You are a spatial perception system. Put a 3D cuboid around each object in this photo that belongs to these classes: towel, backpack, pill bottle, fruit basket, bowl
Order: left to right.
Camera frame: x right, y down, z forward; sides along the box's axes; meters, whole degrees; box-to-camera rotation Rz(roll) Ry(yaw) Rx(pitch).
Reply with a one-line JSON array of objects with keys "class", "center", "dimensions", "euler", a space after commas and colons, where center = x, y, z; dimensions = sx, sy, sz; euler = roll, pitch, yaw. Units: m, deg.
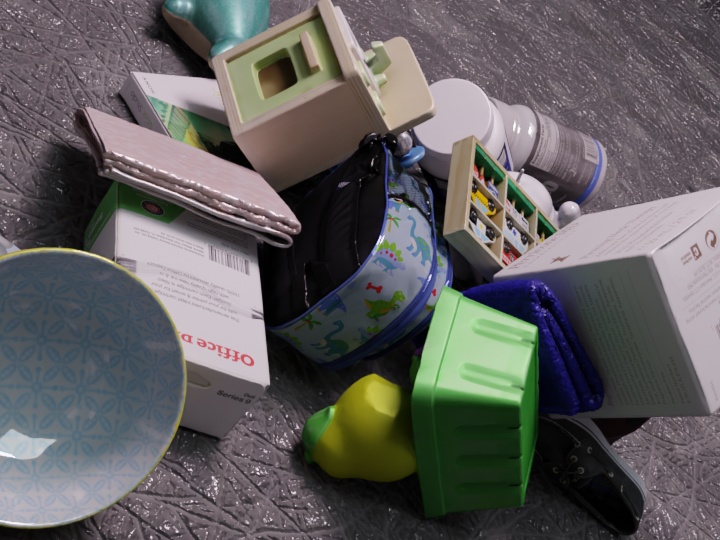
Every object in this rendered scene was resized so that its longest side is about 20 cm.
[{"class": "bowl", "center": [-0.240, 0.079, 0.860], "dimensions": [0.200, 0.200, 0.108], "euler": [20, -5, -29]}, {"class": "towel", "center": [-0.167, -0.091, 1.110], "dimensions": [0.200, 0.032, 0.191], "euler": [21, 12, -25]}, {"class": "backpack", "center": [0.000, 0.000, 1.149], "dimensions": [0.147, 0.183, 0.200], "euler": [41, 28, -25]}, {"class": "fruit basket", "center": [0.056, 0.129, 1.071], "dimensions": [0.216, 0.216, 0.156], "euler": [32, 49, -13]}, {"class": "pill bottle", "center": [0.124, -0.152, 1.441], "dimensions": [0.116, 0.116, 0.200], "euler": [53, 0, 19]}, {"class": "towel", "center": [0.133, 0.084, 1.157], "dimensions": [0.050, 0.200, 0.148], "euler": [-39, 105, -32]}, {"class": "pill bottle", "center": [0.239, -0.166, 1.654], "dimensions": [0.200, 0.114, 0.114], "euler": [19, 38, -29]}]

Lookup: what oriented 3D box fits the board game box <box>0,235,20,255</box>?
[{"class": "board game box", "center": [-0.385, -0.007, 0.893], "dimensions": [0.200, 0.043, 0.199], "euler": [37, 32, -7]}]

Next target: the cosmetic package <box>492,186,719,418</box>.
[{"class": "cosmetic package", "center": [0.275, 0.035, 1.148], "dimensions": [0.167, 0.200, 0.166], "euler": [-32, 103, -37]}]

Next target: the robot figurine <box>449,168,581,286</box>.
[{"class": "robot figurine", "center": [0.180, -0.033, 1.390], "dimensions": [0.113, 0.170, 0.200], "euler": [-89, 162, -54]}]

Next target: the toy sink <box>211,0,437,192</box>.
[{"class": "toy sink", "center": [-0.040, -0.197, 1.241], "dimensions": [0.112, 0.200, 0.130], "euler": [57, 12, -51]}]

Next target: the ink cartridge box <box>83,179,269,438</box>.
[{"class": "ink cartridge box", "center": [-0.166, 0.031, 1.032], "dimensions": [0.146, 0.084, 0.200], "euler": [22, 36, -27]}]

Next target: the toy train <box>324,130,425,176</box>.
[{"class": "toy train", "center": [-0.003, -0.156, 1.366], "dimensions": [0.087, 0.114, 0.200], "euler": [68, -8, -23]}]

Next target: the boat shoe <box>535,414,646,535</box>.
[{"class": "boat shoe", "center": [0.232, 0.204, 1.235], "dimensions": [0.200, 0.069, 0.057], "euler": [41, 37, -20]}]

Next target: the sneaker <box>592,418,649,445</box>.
[{"class": "sneaker", "center": [0.251, 0.122, 1.282], "dimensions": [0.200, 0.115, 0.076], "euler": [36, 33, -38]}]

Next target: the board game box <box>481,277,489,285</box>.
[{"class": "board game box", "center": [0.210, 0.070, 1.344], "dimensions": [0.200, 0.135, 0.029], "euler": [11, -1, -37]}]

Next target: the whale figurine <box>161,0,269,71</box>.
[{"class": "whale figurine", "center": [-0.157, -0.301, 1.404], "dimensions": [0.159, 0.104, 0.200], "euler": [18, 29, -31]}]

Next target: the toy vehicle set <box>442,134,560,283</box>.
[{"class": "toy vehicle set", "center": [0.157, -0.035, 1.235], "dimensions": [0.200, 0.027, 0.124], "euler": [41, 44, -38]}]

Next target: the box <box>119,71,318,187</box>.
[{"class": "box", "center": [-0.153, -0.155, 1.313], "dimensions": [0.200, 0.036, 0.144], "euler": [-6, 54, -47]}]

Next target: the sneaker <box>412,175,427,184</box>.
[{"class": "sneaker", "center": [0.017, -0.075, 1.364], "dimensions": [0.081, 0.075, 0.200], "euler": [35, 31, 8]}]
